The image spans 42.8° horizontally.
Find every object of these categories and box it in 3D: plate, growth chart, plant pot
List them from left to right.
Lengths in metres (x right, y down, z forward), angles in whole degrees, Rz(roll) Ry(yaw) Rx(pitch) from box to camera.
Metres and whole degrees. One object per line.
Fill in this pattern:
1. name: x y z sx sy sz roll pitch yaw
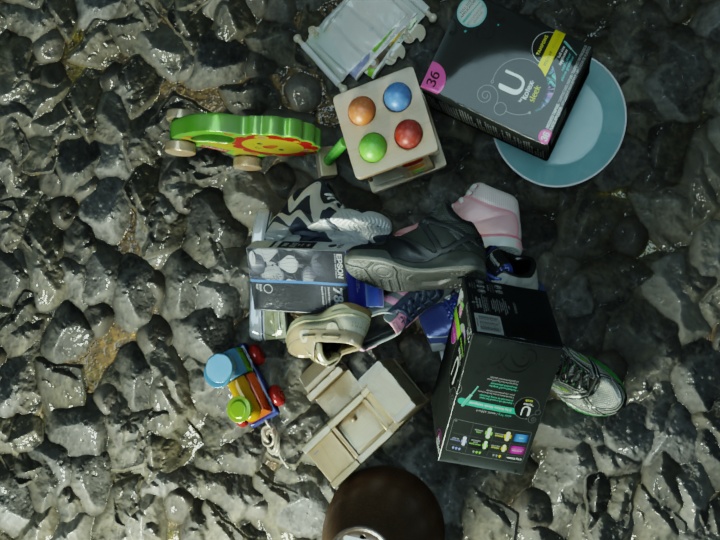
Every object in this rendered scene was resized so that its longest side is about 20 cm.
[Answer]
1. growth chart: 0.009 -0.372 1.429 0.199 0.018 0.146 -38 81 7
2. plant pot: 0.018 0.384 1.289 0.183 0.200 0.192 -1 86 11
3. plate: 0.293 -0.223 1.360 0.195 0.026 0.205 -1 87 12

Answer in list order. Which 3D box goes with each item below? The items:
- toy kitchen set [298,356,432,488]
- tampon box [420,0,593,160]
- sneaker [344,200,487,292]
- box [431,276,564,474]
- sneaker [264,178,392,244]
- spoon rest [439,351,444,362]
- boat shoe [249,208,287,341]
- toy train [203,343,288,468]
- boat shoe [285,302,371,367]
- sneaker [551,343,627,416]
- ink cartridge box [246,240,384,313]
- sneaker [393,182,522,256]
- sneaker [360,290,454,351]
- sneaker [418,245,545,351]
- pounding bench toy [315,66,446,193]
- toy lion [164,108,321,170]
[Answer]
1. toy kitchen set: -0.028 0.191 1.321 0.200 0.180 0.164 -43 79 6
2. tampon box: 0.208 -0.272 1.302 0.197 0.126 0.152 26 91 12
3. sneaker: 0.077 -0.034 1.278 0.195 0.077 0.116 -2 54 9
4. box: 0.175 0.139 1.217 0.121 0.149 0.204 9 118 -4
5. sneaker: -0.037 -0.089 1.364 0.196 0.080 0.131 -9 43 28
6. spoon rest: 0.149 0.173 1.347 0.098 0.061 0.204 -20 82 10
7. boat shoe: -0.138 0.007 1.417 0.061 0.072 0.205 2 97 -2
8. toy train: -0.164 0.210 1.378 0.084 0.116 0.203 -29 81 8
9. boat shoe: -0.054 0.103 1.329 0.071 0.199 0.066 24 62 -27
10. sneaker: 0.287 0.144 1.308 0.198 0.085 0.079 30 93 11
11. ink cartridge box: -0.066 0.010 1.327 0.196 0.039 0.102 1 110 17
12. sneaker: 0.144 -0.072 1.361 0.196 0.075 0.107 -1 72 19
13. sneaker: 0.069 0.057 1.350 0.198 0.082 0.071 -34 112 11
14. sneaker: 0.170 0.025 1.302 0.196 0.116 0.081 -22 45 -8
15. pounding bench toy: 0.011 -0.191 1.347 0.196 0.156 0.127 -19 83 10
16. toy lion: -0.163 -0.199 1.354 0.190 0.197 0.070 -2 83 48
